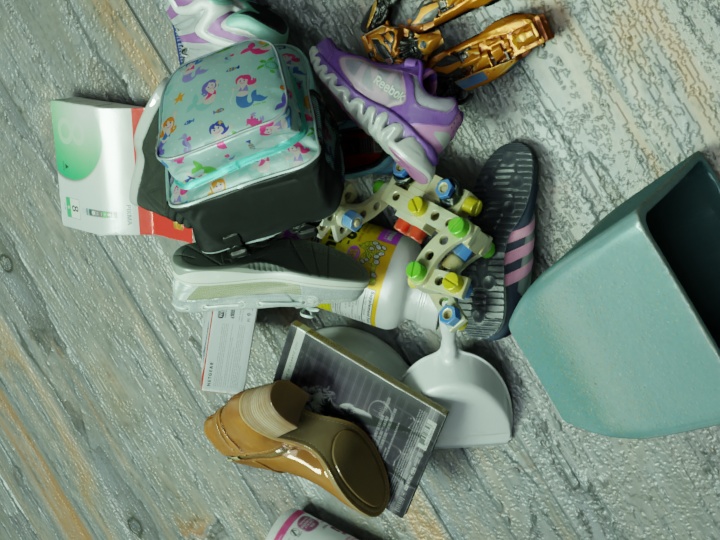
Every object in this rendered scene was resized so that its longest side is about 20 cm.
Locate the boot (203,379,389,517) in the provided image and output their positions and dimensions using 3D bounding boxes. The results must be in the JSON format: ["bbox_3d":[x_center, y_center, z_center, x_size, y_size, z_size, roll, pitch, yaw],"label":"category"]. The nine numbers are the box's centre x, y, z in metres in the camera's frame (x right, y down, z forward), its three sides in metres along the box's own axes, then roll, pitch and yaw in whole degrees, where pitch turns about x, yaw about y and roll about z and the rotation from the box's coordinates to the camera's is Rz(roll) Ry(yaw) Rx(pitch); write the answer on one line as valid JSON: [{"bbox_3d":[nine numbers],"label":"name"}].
[{"bbox_3d":[-0.072,0.204,1.141,0.200,0.074,0.154,48,138,-12],"label":"boot"}]

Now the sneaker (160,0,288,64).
[{"bbox_3d":[-0.185,-0.252,1.124,0.199,0.078,0.141,37,118,11],"label":"sneaker"}]

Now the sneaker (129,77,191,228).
[{"bbox_3d":[-0.198,-0.126,1.153,0.098,0.071,0.201,26,141,3],"label":"sneaker"}]

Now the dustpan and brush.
[{"bbox_3d":[0.097,0.113,1.113,0.137,0.058,0.202,-3,138,2],"label":"dustpan and brush"}]

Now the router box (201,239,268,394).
[{"bbox_3d":[-0.144,0.007,1.170,0.048,0.180,0.203,6,113,-11],"label":"router box"}]

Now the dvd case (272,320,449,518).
[{"bbox_3d":[-0.012,0.164,1.138,0.198,0.016,0.151,29,120,16],"label":"dvd case"}]

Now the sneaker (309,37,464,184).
[{"bbox_3d":[0.029,-0.174,1.013,0.089,0.080,0.200,-46,58,3],"label":"sneaker"}]

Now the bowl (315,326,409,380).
[{"bbox_3d":[-0.029,0.176,1.215,0.198,0.090,0.205,9,111,25],"label":"bowl"}]

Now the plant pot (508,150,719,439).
[{"bbox_3d":[0.258,0.043,0.970,0.199,0.195,0.198,-31,91,39],"label":"plant pot"}]

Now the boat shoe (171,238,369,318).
[{"bbox_3d":[-0.091,0.013,1.045,0.198,0.075,0.066,0,122,-12],"label":"boat shoe"}]

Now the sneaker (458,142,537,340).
[{"bbox_3d":[0.151,-0.028,1.075,0.069,0.082,0.204,13,90,34],"label":"sneaker"}]

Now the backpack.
[{"bbox_3d":[-0.112,-0.137,1.024,0.175,0.202,0.152,-17,132,11],"label":"backpack"}]

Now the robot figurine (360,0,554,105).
[{"bbox_3d":[0.085,-0.237,1.037,0.198,0.058,0.147,-21,95,30],"label":"robot figurine"}]

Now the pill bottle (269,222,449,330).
[{"bbox_3d":[0.000,0.000,1.126,0.197,0.104,0.106,17,114,10],"label":"pill bottle"}]

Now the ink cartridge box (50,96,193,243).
[{"bbox_3d":[-0.293,-0.120,1.261,0.198,0.050,0.164,14,113,35],"label":"ink cartridge box"}]

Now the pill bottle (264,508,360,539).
[{"bbox_3d":[-0.023,0.384,1.266,0.197,0.113,0.115,22,115,19],"label":"pill bottle"}]

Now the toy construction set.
[{"bbox_3d":[0.051,-0.039,1.043,0.198,0.092,0.133,30,92,24],"label":"toy construction set"}]

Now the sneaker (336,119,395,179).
[{"bbox_3d":[-0.039,-0.129,1.103,0.196,0.090,0.080,-10,93,19],"label":"sneaker"}]

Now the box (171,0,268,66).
[{"bbox_3d":[-0.150,-0.227,1.178,0.119,0.032,0.204,0,108,27],"label":"box"}]
